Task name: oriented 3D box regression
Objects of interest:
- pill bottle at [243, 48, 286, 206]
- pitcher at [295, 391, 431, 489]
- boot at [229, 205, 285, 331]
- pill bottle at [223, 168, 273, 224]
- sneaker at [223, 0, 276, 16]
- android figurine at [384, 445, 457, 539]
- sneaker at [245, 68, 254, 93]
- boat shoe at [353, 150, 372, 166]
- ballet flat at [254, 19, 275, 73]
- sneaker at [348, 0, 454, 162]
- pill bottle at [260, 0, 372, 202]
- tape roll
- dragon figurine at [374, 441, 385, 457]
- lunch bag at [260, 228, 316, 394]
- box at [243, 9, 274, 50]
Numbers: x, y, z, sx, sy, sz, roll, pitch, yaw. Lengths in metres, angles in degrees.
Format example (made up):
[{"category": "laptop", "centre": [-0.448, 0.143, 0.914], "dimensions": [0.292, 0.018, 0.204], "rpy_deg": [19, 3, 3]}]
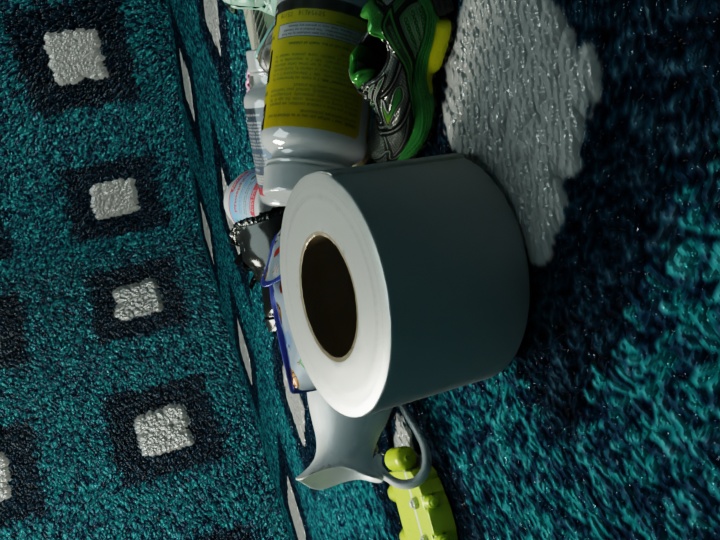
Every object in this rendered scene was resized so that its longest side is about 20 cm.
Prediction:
[{"category": "pill bottle", "centre": [-0.095, -0.199, 1.095], "dimensions": [0.119, 0.117, 0.205], "rpy_deg": [-145, 44, -68]}, {"category": "pitcher", "centre": [0.011, 0.170, 1.017], "dimensions": [0.122, 0.167, 0.204], "rpy_deg": [66, -152, -64]}, {"category": "boot", "centre": [-0.089, -0.009, 1.110], "dimensions": [0.196, 0.073, 0.166], "rpy_deg": [-13, 98, 41]}, {"category": "pill bottle", "centre": [-0.146, -0.104, 1.269], "dimensions": [0.199, 0.107, 0.111], "rpy_deg": [14, 116, 61]}, {"category": "sneaker", "centre": [-0.118, -0.347, 1.061], "dimensions": [0.202, 0.116, 0.075], "rpy_deg": [-121, 25, -47]}, {"category": "android figurine", "centre": [0.077, 0.317, 1.040], "dimensions": [0.200, 0.040, 0.186], "rpy_deg": [132, 124, -74]}, {"category": "sneaker", "centre": [-0.120, -0.236, 1.266], "dimensions": [0.095, 0.078, 0.204], "rpy_deg": [36, 144, 59]}, {"category": "boat shoe", "centre": [-0.037, -0.108, 1.002], "dimensions": [0.064, 0.072, 0.201], "rpy_deg": [33, 146, -1]}, {"category": "ballet flat", "centre": [-0.061, -0.314, 0.959], "dimensions": [0.068, 0.068, 0.202], "rpy_deg": [35, 128, 7]}, {"category": "sneaker", "centre": [0.024, -0.176, 0.745], "dimensions": [0.202, 0.083, 0.079], "rpy_deg": [96, 155, -53]}, {"category": "pill bottle", "centre": [-0.043, -0.173, 0.828], "dimensions": [0.114, 0.112, 0.205], "rpy_deg": [171, 106, -75]}, {"category": "tape roll", "centre": [0.030, 0.010, 0.696], "dimensions": [0.202, 0.137, 0.207], "rpy_deg": [32, 128, 54]}, {"category": "dragon figurine", "centre": [0.002, 0.196, 1.156], "dimensions": [0.100, 0.058, 0.203], "rpy_deg": [-124, 25, -43]}, {"category": "lunch bag", "centre": [-0.019, 0.015, 0.895], "dimensions": [0.168, 0.122, 0.205], "rpy_deg": [-25, 71, 40]}, {"category": "box", "centre": [-0.121, -0.323, 1.188], "dimensions": [0.082, 0.067, 0.205], "rpy_deg": [172, 85, -76]}]
